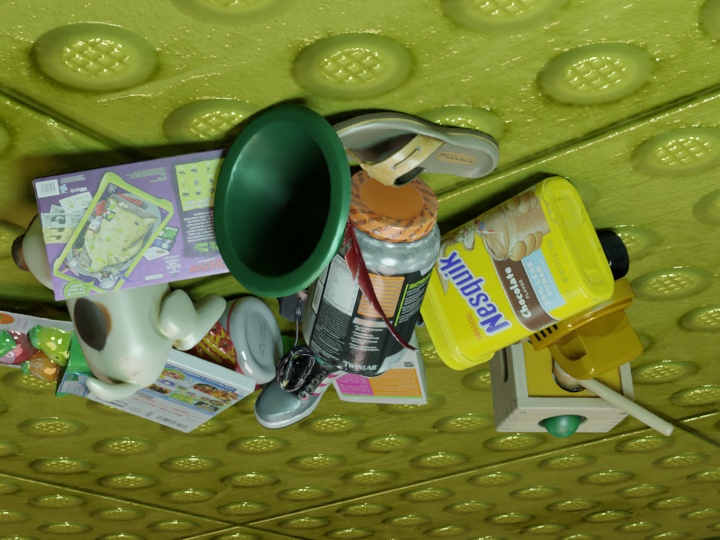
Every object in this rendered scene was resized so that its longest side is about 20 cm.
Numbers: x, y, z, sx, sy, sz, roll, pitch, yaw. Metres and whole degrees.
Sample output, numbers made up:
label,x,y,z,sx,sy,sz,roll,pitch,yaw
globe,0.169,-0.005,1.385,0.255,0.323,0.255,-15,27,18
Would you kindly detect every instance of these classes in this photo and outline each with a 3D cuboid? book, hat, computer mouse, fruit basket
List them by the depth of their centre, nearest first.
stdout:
label,x,y,z,sx,sy,sz,roll,pitch,yaw
hat,-0.028,-0.046,1.272,0.164,0.203,0.175,21,-171,37
computer mouse,-0.077,0.068,1.565,0.058,0.034,0.202,3,124,-3
fruit basket,-0.402,0.099,1.632,0.197,0.095,0.185,5,155,-20
book,0.020,0.135,1.840,0.132,0.049,0.200,-3,156,6

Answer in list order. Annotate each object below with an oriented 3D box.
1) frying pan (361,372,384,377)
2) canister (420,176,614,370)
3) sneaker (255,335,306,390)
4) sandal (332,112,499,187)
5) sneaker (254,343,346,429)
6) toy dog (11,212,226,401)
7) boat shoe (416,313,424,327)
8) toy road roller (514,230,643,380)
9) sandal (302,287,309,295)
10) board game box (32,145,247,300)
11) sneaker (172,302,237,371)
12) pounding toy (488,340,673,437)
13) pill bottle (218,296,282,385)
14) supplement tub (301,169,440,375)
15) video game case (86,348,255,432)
label,x,y,z,sx,sy,sz,roll,pitch,yaw
frying pan,0.028,0.053,1.632,0.031,0.190,0.116,-7,116,44
canister,0.159,0.003,1.418,0.199,0.150,0.086,-29,169,38
sneaker,-0.138,0.127,1.769,0.197,0.078,0.084,10,163,1
sandal,0.046,-0.107,1.269,0.198,0.055,0.080,7,155,-22
sneaker,-0.056,0.112,1.657,0.199,0.084,0.121,-39,156,-15
toy dog,-0.271,0.016,1.368,0.138,0.195,0.201,-6,127,42
boat shoe,0.078,0.036,1.584,0.197,0.069,0.072,6,155,-22
toy road roller,0.241,0.058,1.527,0.122,0.147,0.200,-19,168,-24
sandal,0.000,0.001,1.501,0.198,0.076,0.048,6,-179,-24
board game box,-0.206,-0.046,1.273,0.197,0.122,0.032,-9,-172,-5
sneaker,-0.233,0.067,1.563,0.199,0.073,0.077,33,150,-2
pounding toy,0.270,0.128,1.658,0.181,0.203,0.142,1,156,-11
pill bottle,-0.205,0.106,1.655,0.198,0.110,0.109,-16,154,24
supplement tub,0.012,0.000,1.369,0.121,0.123,0.202,3,132,-15
video game case,-0.228,0.140,1.566,0.142,0.018,0.200,23,150,-22
